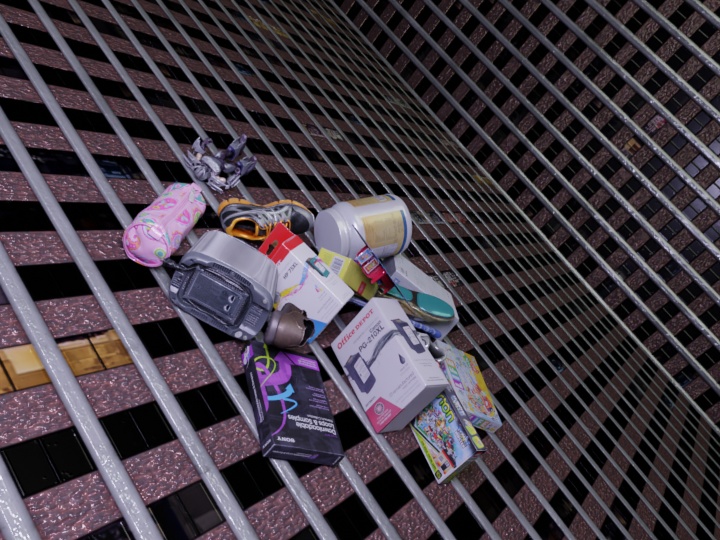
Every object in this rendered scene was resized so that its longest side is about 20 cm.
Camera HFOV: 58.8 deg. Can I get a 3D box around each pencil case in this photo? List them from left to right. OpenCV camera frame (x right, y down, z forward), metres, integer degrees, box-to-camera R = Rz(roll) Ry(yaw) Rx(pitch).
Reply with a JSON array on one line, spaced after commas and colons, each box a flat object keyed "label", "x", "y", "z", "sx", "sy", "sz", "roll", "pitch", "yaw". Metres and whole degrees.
[{"label": "pencil case", "x": -0.332, "y": -0.085, "z": 1.101, "sx": 0.087, "sy": 0.088, "sz": 0.201, "roll": 37, "pitch": 27, "yaw": -12}]

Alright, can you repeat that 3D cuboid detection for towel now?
[{"label": "towel", "x": 0.067, "y": 0.102, "z": 1.388, "sx": 0.197, "sy": 0.024, "sz": 0.144, "roll": 23, "pitch": -4, "yaw": -35}]

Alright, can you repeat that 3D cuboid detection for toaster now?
[{"label": "toaster", "x": -0.227, "y": 0.016, "z": 1.067, "sx": 0.197, "sy": 0.115, "sz": 0.130, "roll": 28, "pitch": 24, "yaw": -9}]

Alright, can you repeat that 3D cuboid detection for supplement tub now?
[{"label": "supplement tub", "x": 0.006, "y": -0.093, "z": 1.479, "sx": 0.197, "sy": 0.146, "sz": 0.146, "roll": -13, "pitch": 56, "yaw": -32}]

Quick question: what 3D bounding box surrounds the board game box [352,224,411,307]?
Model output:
[{"label": "board game box", "x": 0.027, "y": 0.001, "z": 1.268, "sx": 0.201, "sy": 0.039, "sz": 0.158, "roll": 55, "pitch": 0, "yaw": -22}]

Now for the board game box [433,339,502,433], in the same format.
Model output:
[{"label": "board game box", "x": 0.236, "y": 0.262, "z": 1.460, "sx": 0.133, "sy": 0.034, "sz": 0.202, "roll": 26, "pitch": 31, "yaw": -32}]

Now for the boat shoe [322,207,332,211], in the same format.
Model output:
[{"label": "boat shoe", "x": -0.028, "y": -0.103, "z": 1.594, "sx": 0.199, "sy": 0.075, "sz": 0.061, "roll": 35, "pitch": 22, "yaw": -36}]

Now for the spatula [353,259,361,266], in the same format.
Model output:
[{"label": "spatula", "x": 0.000, "y": 0.000, "z": 1.428, "sx": 0.056, "sy": 0.021, "sz": 0.200, "roll": 25, "pitch": -9, "yaw": -1}]

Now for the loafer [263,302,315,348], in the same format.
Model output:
[{"label": "loafer", "x": -0.113, "y": 0.104, "z": 1.086, "sx": 0.070, "sy": 0.075, "sz": 0.200, "roll": 19, "pitch": 4, "yaw": 3}]

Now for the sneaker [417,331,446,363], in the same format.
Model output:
[{"label": "sneaker", "x": 0.100, "y": 0.150, "z": 1.352, "sx": 0.197, "sy": 0.088, "sz": 0.076, "roll": 25, "pitch": 57, "yaw": -29}]

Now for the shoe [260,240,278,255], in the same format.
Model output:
[{"label": "shoe", "x": -0.117, "y": 0.007, "z": 1.289, "sx": 0.200, "sy": 0.070, "sz": 0.053, "roll": 45, "pitch": 34, "yaw": 8}]

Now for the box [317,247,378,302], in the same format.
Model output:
[{"label": "box", "x": -0.025, "y": 0.013, "z": 1.323, "sx": 0.074, "sy": 0.051, "sz": 0.200, "roll": 21, "pitch": -9, "yaw": 22}]

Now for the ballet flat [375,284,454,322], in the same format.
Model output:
[{"label": "ballet flat", "x": 0.115, "y": 0.079, "z": 1.445, "sx": 0.196, "sy": 0.072, "sz": 0.071, "roll": 20, "pitch": 29, "yaw": -8}]

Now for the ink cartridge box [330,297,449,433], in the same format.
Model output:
[{"label": "ink cartridge box", "x": 0.049, "y": 0.173, "z": 1.192, "sx": 0.083, "sy": 0.145, "sz": 0.202, "roll": 9, "pitch": 41, "yaw": -49}]

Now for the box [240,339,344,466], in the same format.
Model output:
[{"label": "box", "x": -0.110, "y": 0.212, "z": 1.029, "sx": 0.141, "sy": 0.036, "sz": 0.202, "roll": 21, "pitch": 34, "yaw": -39}]

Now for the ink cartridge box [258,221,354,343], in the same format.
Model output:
[{"label": "ink cartridge box", "x": -0.123, "y": 0.021, "z": 1.206, "sx": 0.200, "sy": 0.116, "sz": 0.067, "roll": 44, "pitch": 26, "yaw": 3}]

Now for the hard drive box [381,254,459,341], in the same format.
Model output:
[{"label": "hard drive box", "x": 0.134, "y": 0.057, "z": 1.549, "sx": 0.199, "sy": 0.077, "sz": 0.156, "roll": 37, "pitch": 17, "yaw": -12}]

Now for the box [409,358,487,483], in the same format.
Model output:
[{"label": "box", "x": 0.146, "y": 0.282, "z": 1.211, "sx": 0.034, "sy": 0.110, "sz": 0.202, "roll": 14, "pitch": 38, "yaw": -44}]

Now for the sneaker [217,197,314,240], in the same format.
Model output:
[{"label": "sneaker", "x": -0.188, "y": -0.093, "z": 1.288, "sx": 0.195, "sy": 0.079, "sz": 0.078, "roll": 0, "pitch": 39, "yaw": -15}]

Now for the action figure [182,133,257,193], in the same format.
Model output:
[{"label": "action figure", "x": -0.303, "y": -0.236, "z": 1.394, "sx": 0.131, "sy": 0.069, "sz": 0.200, "roll": 52, "pitch": 29, "yaw": -3}]
